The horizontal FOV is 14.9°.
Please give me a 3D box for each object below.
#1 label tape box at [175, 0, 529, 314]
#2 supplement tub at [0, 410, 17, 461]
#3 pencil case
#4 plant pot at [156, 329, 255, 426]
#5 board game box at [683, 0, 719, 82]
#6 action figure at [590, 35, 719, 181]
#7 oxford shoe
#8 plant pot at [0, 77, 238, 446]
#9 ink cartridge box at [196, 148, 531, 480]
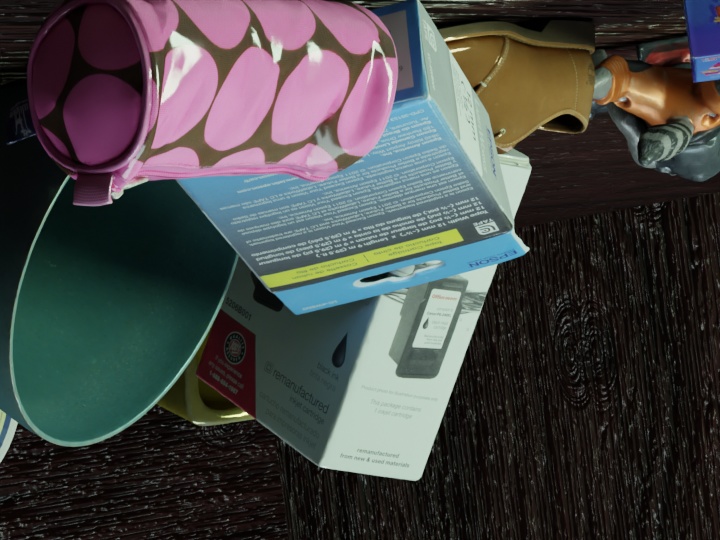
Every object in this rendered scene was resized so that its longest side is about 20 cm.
[{"bbox_3d":[-0.005,-0.055,1.452,0.142,0.067,0.200,-14,154,13],"label":"label tape box"},{"bbox_3d":[-0.289,0.059,1.538,0.144,0.146,0.200,-8,167,14],"label":"supplement tub"},{"bbox_3d":[-0.065,-0.080,1.260,0.090,0.094,0.199,-9,178,38],"label":"pencil case"},{"bbox_3d":[-0.080,-0.014,1.812,0.194,0.196,0.200,-7,-173,-32],"label":"plant pot"},{"bbox_3d":[0.273,-0.142,1.469,0.198,0.045,0.134,-8,178,6],"label":"board game box"},{"bbox_3d":[0.172,-0.094,1.692,0.199,0.105,0.193,-11,167,18],"label":"action figure"},{"bbox_3d":[0.060,-0.100,1.519,0.199,0.072,0.071,-4,177,-40],"label":"oxford shoe"},{"bbox_3d":[-0.172,-0.024,1.481,0.134,0.201,0.200,23,-166,28],"label":"plant pot"},{"bbox_3d":[0.000,0.000,1.612,0.083,0.201,0.145,11,-167,-39],"label":"ink cartridge box"}]
